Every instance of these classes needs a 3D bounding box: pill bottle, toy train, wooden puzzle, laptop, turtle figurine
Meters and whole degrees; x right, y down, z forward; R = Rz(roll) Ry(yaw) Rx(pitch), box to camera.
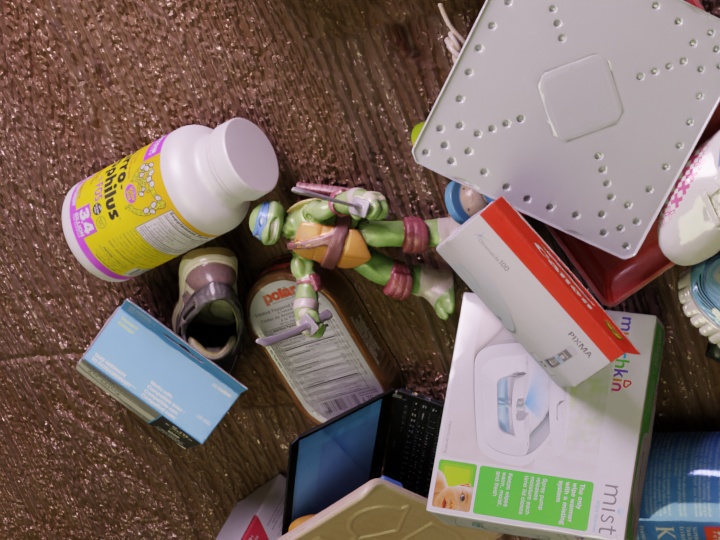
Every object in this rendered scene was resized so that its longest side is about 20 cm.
[{"bbox_3d":[-0.173,-0.068,1.475,0.200,0.104,0.104,-24,111,32],"label":"pill bottle"},{"bbox_3d":[0.086,-0.127,1.358,0.116,0.085,0.200,-19,113,47],"label":"toy train"},{"bbox_3d":[0.012,0.262,1.585,0.200,0.046,0.185,24,133,-39],"label":"wooden puzzle"},{"bbox_3d":[0.038,0.207,1.559,0.200,0.103,0.177,19,142,9],"label":"laptop"},{"bbox_3d":[0.000,0.000,1.410,0.193,0.200,0.144,9,96,-14],"label":"turtle figurine"},{"bbox_3d":[0.315,0.201,1.463,0.200,0.112,0.112,-4,121,24],"label":"pill bottle"}]

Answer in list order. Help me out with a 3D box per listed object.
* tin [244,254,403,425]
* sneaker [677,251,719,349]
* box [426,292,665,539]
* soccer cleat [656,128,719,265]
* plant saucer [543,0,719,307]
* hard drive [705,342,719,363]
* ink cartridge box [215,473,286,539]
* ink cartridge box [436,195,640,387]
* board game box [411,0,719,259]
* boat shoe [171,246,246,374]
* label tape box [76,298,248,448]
[{"bbox_3d":[-0.036,0.076,1.564,0.112,0.042,0.200,-20,114,26],"label":"tin"},{"bbox_3d":[0.358,0.056,1.329,0.200,0.078,0.090,41,124,-8],"label":"sneaker"},{"bbox_3d":[0.167,0.135,1.419,0.176,0.200,0.097,8,167,18],"label":"box"},{"bbox_3d":[0.303,-0.084,1.246,0.070,0.086,0.200,32,103,-13],"label":"soccer cleat"},{"bbox_3d":[0.223,-0.104,1.298,0.199,0.037,0.200,-36,106,7],"label":"plant saucer"},{"bbox_3d":[0.415,0.059,1.377,0.200,0.033,0.140,24,128,4],"label":"hard drive"},{"bbox_3d":[-0.062,0.338,1.681,0.200,0.146,0.083,44,128,-11],"label":"ink cartridge box"},{"bbox_3d":[0.137,0.021,1.278,0.047,0.200,0.160,-41,89,-4],"label":"ink cartridge box"},{"bbox_3d":[0.169,-0.136,1.251,0.200,0.026,0.200,24,104,-10],"label":"board game box"},{"bbox_3d":[-0.145,0.057,1.541,0.072,0.066,0.201,-1,145,-6],"label":"boat shoe"},{"bbox_3d":[-0.198,0.105,1.563,0.144,0.063,0.200,37,166,-6],"label":"label tape box"}]
